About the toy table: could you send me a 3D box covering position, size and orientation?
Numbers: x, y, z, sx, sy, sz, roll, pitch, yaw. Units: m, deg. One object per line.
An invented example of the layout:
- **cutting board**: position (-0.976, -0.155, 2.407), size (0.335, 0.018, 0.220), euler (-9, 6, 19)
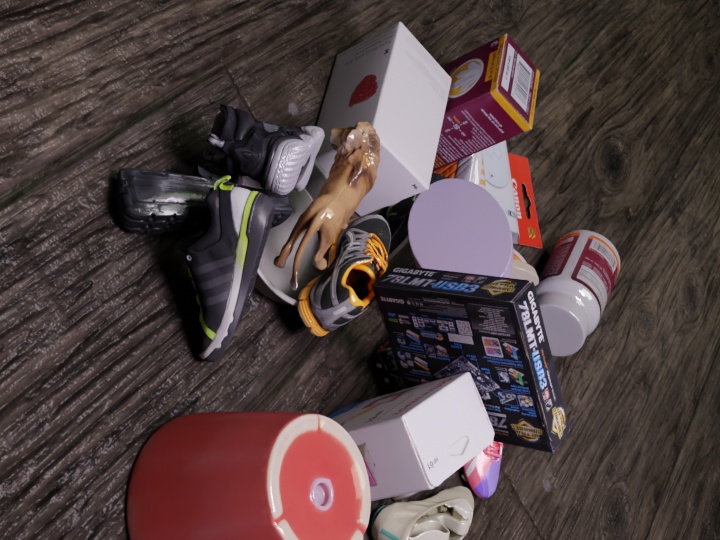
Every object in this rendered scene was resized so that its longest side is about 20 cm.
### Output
- **toy table**: position (0.133, -0.007, 1.396), size (0.118, 0.180, 0.202), euler (75, 12, -45)

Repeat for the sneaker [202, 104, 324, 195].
- **sneaker**: position (-0.108, -0.140, 1.222), size (0.112, 0.077, 0.200), euler (23, 12, 3)

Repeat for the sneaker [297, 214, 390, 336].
- **sneaker**: position (0.000, 0.000, 1.302), size (0.079, 0.077, 0.201), euler (51, 41, -21)

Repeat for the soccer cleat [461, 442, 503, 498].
- **soccer cleat**: position (0.174, 0.203, 1.491), size (0.066, 0.076, 0.203), euler (25, 57, -42)

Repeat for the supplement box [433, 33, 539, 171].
- **supplement box**: position (0.141, -0.226, 1.526), size (0.085, 0.198, 0.112), euler (40, 48, -32)

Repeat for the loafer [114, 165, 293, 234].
- **loafer**: position (-0.164, -0.079, 1.174), size (0.198, 0.068, 0.072), euler (0, 66, -31)

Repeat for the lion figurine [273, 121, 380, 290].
- **lion figurine**: position (-0.030, -0.077, 1.245), size (0.072, 0.123, 0.201), euler (26, 41, -8)

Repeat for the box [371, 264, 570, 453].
- **box**: position (0.122, 0.098, 1.233), size (0.050, 0.198, 0.201), euler (-41, 123, -38)

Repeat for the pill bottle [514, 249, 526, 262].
- **pill bottle**: position (0.156, 0.056, 1.503), size (0.110, 0.109, 0.201), euler (57, 40, -17)

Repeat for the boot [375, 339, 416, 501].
- **boot**: position (0.058, 0.174, 1.372), size (0.155, 0.073, 0.204), euler (58, 40, -10)

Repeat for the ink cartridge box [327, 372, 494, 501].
- **ink cartridge box**: position (0.027, 0.191, 1.216), size (0.144, 0.198, 0.086), euler (-25, 94, -52)

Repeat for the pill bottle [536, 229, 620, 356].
- **pill bottle**: position (0.330, 0.036, 1.721), size (0.115, 0.113, 0.201), euler (56, 41, -18)

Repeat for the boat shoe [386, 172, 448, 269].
- **boat shoe**: position (0.063, -0.065, 1.491), size (0.067, 0.072, 0.201), euler (29, 50, 9)

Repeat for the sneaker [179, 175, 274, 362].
- **sneaker**: position (-0.150, -0.004, 1.145), size (0.082, 0.203, 0.072), euler (19, 21, 0)

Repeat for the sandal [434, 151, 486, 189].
- **sandal**: position (0.143, -0.105, 1.587), size (0.059, 0.078, 0.210), euler (23, 67, -45)

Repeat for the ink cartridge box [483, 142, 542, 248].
- **ink cartridge box**: position (0.233, -0.127, 1.721), size (0.198, 0.047, 0.163), euler (10, 68, -46)

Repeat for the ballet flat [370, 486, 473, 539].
- **ballet flat**: position (0.094, 0.313, 1.354), size (0.198, 0.069, 0.071), euler (-2, 77, -48)

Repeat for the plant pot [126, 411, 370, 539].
- **plant pot**: position (-0.098, 0.226, 1.069), size (0.199, 0.176, 0.204), euler (23, 58, -44)

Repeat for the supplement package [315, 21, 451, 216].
- **supplement package**: position (0.027, -0.197, 1.438), size (0.120, 0.120, 0.202), euler (41, 47, -33)

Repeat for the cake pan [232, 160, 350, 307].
- **cake pan**: position (-0.086, -0.049, 1.308), size (0.199, 0.036, 0.204), euler (23, 59, -44)
